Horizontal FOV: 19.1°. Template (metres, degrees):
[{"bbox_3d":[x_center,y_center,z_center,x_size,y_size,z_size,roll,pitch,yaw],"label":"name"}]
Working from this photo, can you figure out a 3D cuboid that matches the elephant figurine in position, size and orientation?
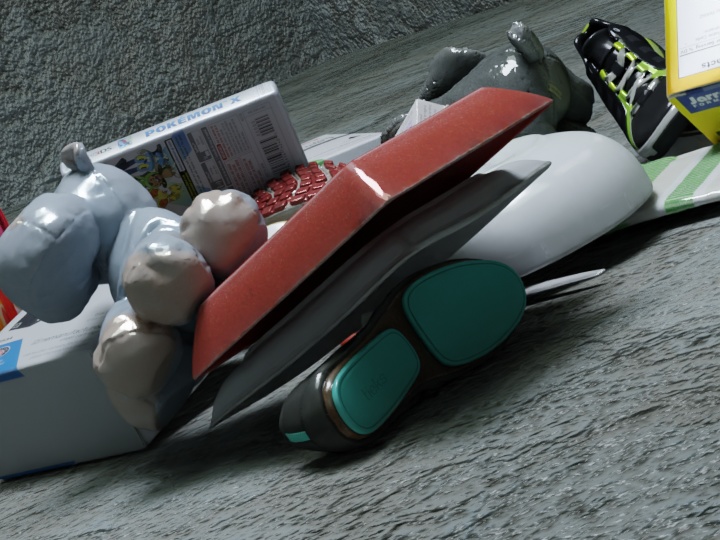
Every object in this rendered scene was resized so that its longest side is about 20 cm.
[{"bbox_3d":[0.080,-0.107,1.720,0.200,0.155,0.141,-3,-1,31],"label":"elephant figurine"}]

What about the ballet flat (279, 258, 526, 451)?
[{"bbox_3d":[0.019,0.048,1.256,0.068,0.068,0.200,-27,3,44],"label":"ballet flat"}]

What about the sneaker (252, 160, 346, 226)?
[{"bbox_3d":[-0.072,-0.017,1.690,0.200,0.082,0.078,-32,19,21],"label":"sneaker"}]

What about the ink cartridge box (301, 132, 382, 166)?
[{"bbox_3d":[-0.051,-0.065,1.982,0.146,0.084,0.200,-24,10,-16],"label":"ink cartridge box"}]

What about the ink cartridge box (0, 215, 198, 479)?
[{"bbox_3d":[-0.172,0.048,1.506,0.145,0.084,0.200,-16,22,35],"label":"ink cartridge box"}]

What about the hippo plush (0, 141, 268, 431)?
[{"bbox_3d":[-0.139,-0.020,1.348,0.200,0.161,0.159,-43,-22,-35],"label":"hippo plush"}]

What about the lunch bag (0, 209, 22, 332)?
[{"bbox_3d":[-0.295,0.044,1.561,0.082,0.200,0.176,-18,9,45],"label":"lunch bag"}]

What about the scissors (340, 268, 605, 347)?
[{"bbox_3d":[0.073,0.022,1.428,0.200,0.014,0.073,-20,7,17],"label":"scissors"}]

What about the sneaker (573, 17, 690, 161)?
[{"bbox_3d":[0.207,-0.149,1.687,0.072,0.083,0.200,-54,17,13],"label":"sneaker"}]

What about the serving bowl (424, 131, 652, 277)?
[{"bbox_3d":[0.100,-0.047,1.488,0.200,0.066,0.200,-25,10,5],"label":"serving bowl"}]

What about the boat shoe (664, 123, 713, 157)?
[{"bbox_3d":[0.304,-0.139,1.661,0.200,0.068,0.072,-15,11,38],"label":"boat shoe"}]

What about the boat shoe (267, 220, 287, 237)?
[{"bbox_3d":[-0.117,0.032,1.633,0.200,0.071,0.069,-29,37,23],"label":"boat shoe"}]

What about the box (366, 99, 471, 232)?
[{"bbox_3d":[0.019,-0.036,1.418,0.039,0.041,0.200,14,-39,-15],"label":"box"}]

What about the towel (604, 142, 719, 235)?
[{"bbox_3d":[0.233,-0.060,1.519,0.200,0.023,0.153,-15,12,28],"label":"towel"}]

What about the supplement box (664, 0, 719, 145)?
[{"bbox_3d":[0.295,-0.202,1.581,0.109,0.200,0.109,-15,-31,32],"label":"supplement box"}]

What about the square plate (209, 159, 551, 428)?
[{"bbox_3d":[0.009,0.007,1.327,0.198,0.028,0.200,-41,-5,33],"label":"square plate"}]

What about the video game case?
[{"bbox_3d":[-0.122,-0.043,1.728,0.182,0.200,0.022,-21,42,2],"label":"video game case"}]

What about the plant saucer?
[{"bbox_3d":[-0.001,-0.031,1.273,0.200,0.037,0.200,-42,-5,39],"label":"plant saucer"}]
